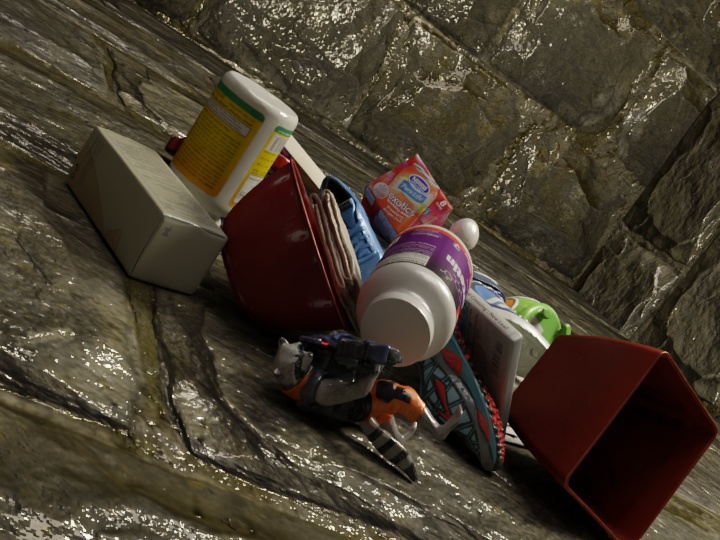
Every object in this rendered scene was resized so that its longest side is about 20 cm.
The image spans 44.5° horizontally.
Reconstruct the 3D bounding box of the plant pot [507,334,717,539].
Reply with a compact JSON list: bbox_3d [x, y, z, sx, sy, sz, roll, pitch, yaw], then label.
[{"bbox_3d":[0.305,0.198,1.140,0.200,0.201,0.176,46,-8,-36],"label":"plant pot"}]

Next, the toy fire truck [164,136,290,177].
[{"bbox_3d":[-0.198,-0.146,1.353,0.198,0.113,0.167,31,-6,-23],"label":"toy fire truck"}]

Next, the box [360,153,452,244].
[{"bbox_3d":[0.062,-0.083,1.343,0.101,0.095,0.200,57,-11,9],"label":"box"}]

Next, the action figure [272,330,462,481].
[{"bbox_3d":[0.001,0.123,0.859,0.191,0.106,0.200,27,-11,-14],"label":"action figure"}]

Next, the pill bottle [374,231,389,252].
[{"bbox_3d":[0.000,0.000,1.287,0.200,0.115,0.113,41,13,27],"label":"pill bottle"}]

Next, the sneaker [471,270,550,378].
[{"bbox_3d":[0.210,0.067,1.304,0.198,0.081,0.146,30,28,10],"label":"sneaker"}]

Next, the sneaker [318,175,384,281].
[{"bbox_3d":[-0.010,-0.043,1.203,0.079,0.065,0.202,76,-11,-61],"label":"sneaker"}]

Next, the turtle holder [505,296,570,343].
[{"bbox_3d":[0.300,0.120,1.606,0.184,0.143,0.131,11,8,-43],"label":"turtle holder"}]

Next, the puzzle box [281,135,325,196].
[{"bbox_3d":[-0.093,-0.124,1.402,0.201,0.025,0.133,50,-32,-10],"label":"puzzle box"}]

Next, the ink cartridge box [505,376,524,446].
[{"bbox_3d":[0.188,0.164,1.290,0.115,0.068,0.200,22,19,-44],"label":"ink cartridge box"}]

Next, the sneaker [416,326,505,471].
[{"bbox_3d":[0.111,0.159,1.086,0.203,0.094,0.079,66,11,15],"label":"sneaker"}]

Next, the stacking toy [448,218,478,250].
[{"bbox_3d":[0.123,0.006,1.396,0.145,0.201,0.146,33,13,-8],"label":"stacking toy"}]

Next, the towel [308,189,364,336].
[{"bbox_3d":[-0.018,-0.005,1.073,0.200,0.034,0.135,69,4,-71],"label":"towel"}]

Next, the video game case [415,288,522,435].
[{"bbox_3d":[0.135,0.105,1.151,0.022,0.202,0.182,-24,47,-25],"label":"video game case"}]

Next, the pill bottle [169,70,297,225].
[{"bbox_3d":[-0.176,-0.142,1.129,0.112,0.201,0.113,33,12,-8],"label":"pill bottle"}]

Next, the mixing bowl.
[{"bbox_3d":[-0.094,-0.013,0.993,0.200,0.107,0.203,162,-90,-90],"label":"mixing bowl"}]

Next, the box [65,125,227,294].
[{"bbox_3d":[-0.239,-0.069,0.972,0.094,0.078,0.200,22,18,-47],"label":"box"}]

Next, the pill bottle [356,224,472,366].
[{"bbox_3d":[0.061,0.029,0.991,0.112,0.113,0.200,35,26,0],"label":"pill bottle"}]
